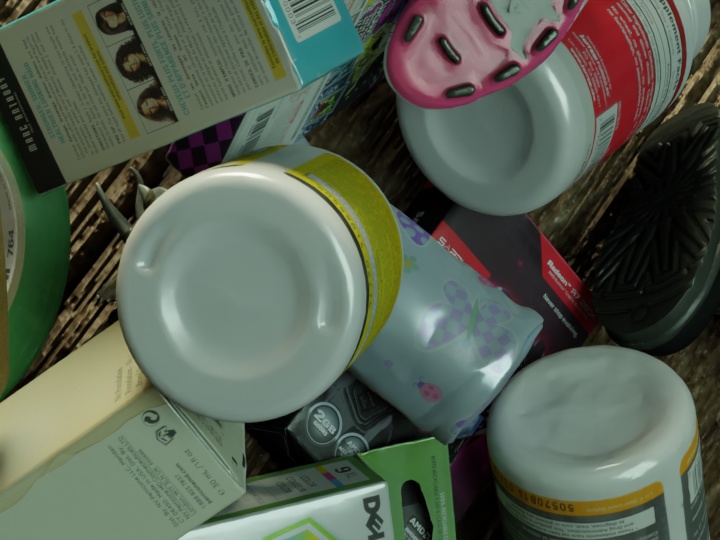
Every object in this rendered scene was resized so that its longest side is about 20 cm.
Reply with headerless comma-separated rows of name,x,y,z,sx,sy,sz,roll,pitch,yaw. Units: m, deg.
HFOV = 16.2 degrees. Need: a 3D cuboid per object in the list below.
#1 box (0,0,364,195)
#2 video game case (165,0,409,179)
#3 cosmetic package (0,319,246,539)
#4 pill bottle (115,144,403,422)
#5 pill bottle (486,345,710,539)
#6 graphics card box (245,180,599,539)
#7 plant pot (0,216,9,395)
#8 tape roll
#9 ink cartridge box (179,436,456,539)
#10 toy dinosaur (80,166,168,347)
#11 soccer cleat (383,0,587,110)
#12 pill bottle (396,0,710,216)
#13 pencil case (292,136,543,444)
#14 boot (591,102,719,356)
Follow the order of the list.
box,-0.093,-0.102,1.169,0.049,0.199,0.083,-32,100,-44
video game case,0.000,-0.146,1.229,0.036,0.201,0.181,41,44,12
cosmetic package,-0.152,0.110,1.181,0.199,0.104,0.073,-34,111,10
pill bottle,-0.038,-0.001,1.169,0.110,0.200,0.112,1,98,9
pill bottle,0.137,0.151,1.401,0.116,0.116,0.201,-35,133,-29
graphics card box,0.039,0.052,1.402,0.126,0.051,0.200,49,66,-24
plant pot,-0.231,-0.021,1.098,0.186,0.186,0.201,-36,121,-28
tape roll,-0.237,-0.016,1.214,0.199,0.048,0.202,0,91,-34
ink cartridge box,-0.032,0.161,1.311,0.198,0.059,0.105,-12,106,-18
toy dinosaur,-0.115,0.061,1.284,0.077,0.102,0.201,25,91,-60
soccer cleat,0.088,-0.155,1.284,0.200,0.086,0.070,-44,100,-6
pill bottle,0.114,-0.116,1.395,0.200,0.112,0.113,-36,111,-49
pencil case,0.000,0.000,1.313,0.199,0.083,0.091,37,43,-1
boot,0.219,0.015,1.472,0.158,0.079,0.212,52,38,-22
